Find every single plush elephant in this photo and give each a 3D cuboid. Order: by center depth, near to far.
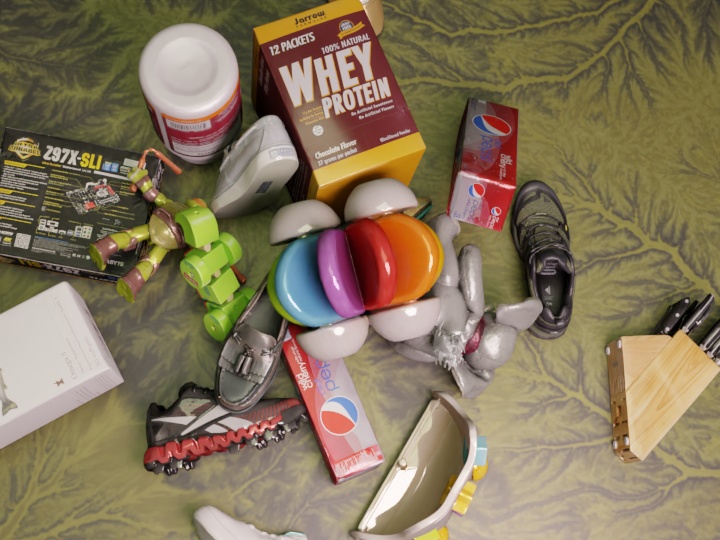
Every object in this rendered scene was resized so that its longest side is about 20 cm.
[{"bbox_3d":[0.121,0.058,1.282,0.165,0.154,0.201,-49,40,21],"label":"plush elephant"}]

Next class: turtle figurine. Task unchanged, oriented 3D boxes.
[{"bbox_3d":[-0.228,-0.035,1.278,0.161,0.064,0.201,-42,105,-30],"label":"turtle figurine"}]

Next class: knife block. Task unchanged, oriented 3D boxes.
[{"bbox_3d":[0.395,0.131,1.323,0.174,0.064,0.202,0,77,-4],"label":"knife block"}]

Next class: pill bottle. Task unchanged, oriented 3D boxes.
[{"bbox_3d":[-0.197,-0.200,1.283,0.112,0.200,0.114,1,76,-4],"label":"pill bottle"}]

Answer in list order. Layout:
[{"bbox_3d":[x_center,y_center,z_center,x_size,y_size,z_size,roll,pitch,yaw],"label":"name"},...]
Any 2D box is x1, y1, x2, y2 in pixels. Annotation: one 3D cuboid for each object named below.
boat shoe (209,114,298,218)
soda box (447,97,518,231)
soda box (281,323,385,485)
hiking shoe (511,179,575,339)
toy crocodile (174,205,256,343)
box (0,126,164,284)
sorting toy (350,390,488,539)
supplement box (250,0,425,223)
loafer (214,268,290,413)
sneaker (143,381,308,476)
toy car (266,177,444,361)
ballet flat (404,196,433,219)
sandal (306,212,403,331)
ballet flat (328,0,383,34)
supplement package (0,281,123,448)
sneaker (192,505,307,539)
[{"bbox_3d":[-0.130,-0.121,1.277,0.069,0.201,0.072,-6,74,-29],"label":"boat shoe"},{"bbox_3d":[0.150,-0.132,1.303,0.069,0.064,0.201,15,36,0],"label":"soda box"},{"bbox_3d":[-0.039,0.148,1.281,0.063,0.070,0.202,-21,78,-10],"label":"soda box"},{"bbox_3d":[0.235,-0.021,1.327,0.075,0.101,0.202,-5,77,-6],"label":"hiking shoe"},{"bbox_3d":[-0.167,0.019,1.266,0.067,0.061,0.201,-40,126,-33],"label":"toy crocodile"},{"bbox_3d":[-0.353,-0.077,1.321,0.198,0.049,0.161,10,74,-2],"label":"box"},{"bbox_3d":[0.087,0.238,1.214,0.106,0.180,0.201,31,77,3],"label":"sorting toy"},{"bbox_3d":[-0.035,-0.179,1.291,0.132,0.197,0.202,-21,79,-11],"label":"supplement box"},{"bbox_3d":[-0.114,0.062,1.227,0.071,0.063,0.201,21,68,7],"label":"loafer"},{"bbox_3d":[-0.163,0.169,1.256,0.198,0.071,0.099,-15,75,5],"label":"sneaker"},{"bbox_3d":[-0.008,0.000,1.152,0.198,0.150,0.177,-15,90,4],"label":"toy car"},{"bbox_3d":[0.006,-0.034,1.328,0.071,0.071,0.200,42,80,6],"label":"ballet flat"},{"bbox_3d":[0.001,0.001,1.256,0.075,0.048,0.202,18,70,20],"label":"sandal"},{"bbox_3d":[-0.022,-0.401,1.415,0.068,0.063,0.202,-21,80,-8],"label":"ballet flat"},{"bbox_3d":[-0.391,0.118,1.236,0.199,0.117,0.118,-29,81,-10],"label":"supplement package"},{"bbox_3d":[-0.102,0.327,1.243,0.200,0.075,0.089,42,65,0],"label":"sneaker"}]
